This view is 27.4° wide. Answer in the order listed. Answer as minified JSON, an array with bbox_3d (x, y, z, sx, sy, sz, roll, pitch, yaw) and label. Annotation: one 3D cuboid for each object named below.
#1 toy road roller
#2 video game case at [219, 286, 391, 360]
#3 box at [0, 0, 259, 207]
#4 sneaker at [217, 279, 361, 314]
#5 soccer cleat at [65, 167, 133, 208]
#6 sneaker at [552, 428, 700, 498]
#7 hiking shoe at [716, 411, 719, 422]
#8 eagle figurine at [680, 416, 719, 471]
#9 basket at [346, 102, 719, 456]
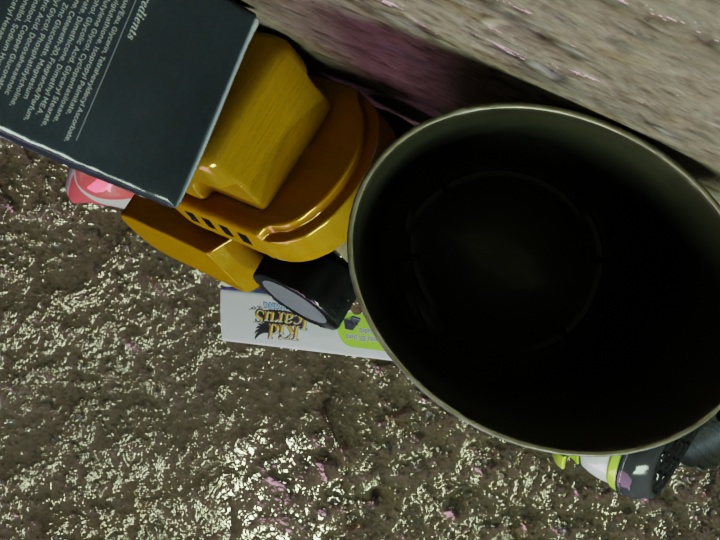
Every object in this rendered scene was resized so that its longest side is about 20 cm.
[{"bbox_3d":[-0.065,-0.070,0.832,0.199,0.123,0.146,22,164,40],"label":"toy road roller"},{"bbox_3d":[0.017,0.025,1.167,0.180,0.046,0.200,6,-168,29],"label":"video game case"},{"bbox_3d":[-0.179,-0.125,0.719,0.199,0.108,0.148,24,178,-34],"label":"box"},{"bbox_3d":[0.000,0.000,0.918,0.199,0.076,0.070,18,177,26],"label":"sneaker"},{"bbox_3d":[-0.126,-0.074,1.114,0.199,0.069,0.073,1,153,-38],"label":"soccer cleat"},{"bbox_3d":[0.186,0.064,0.944,0.082,0.072,0.200,21,-142,27],"label":"sneaker"},{"bbox_3d":[0.223,0.046,0.867,0.199,0.087,0.074,24,179,-17],"label":"hiking shoe"},{"bbox_3d":[0.225,0.071,1.138,0.150,0.153,0.200,1,165,21],"label":"eagle figurine"},{"bbox_3d":[0.075,-0.002,0.703,0.179,0.137,0.200,25,-177,-4],"label":"basket"}]
